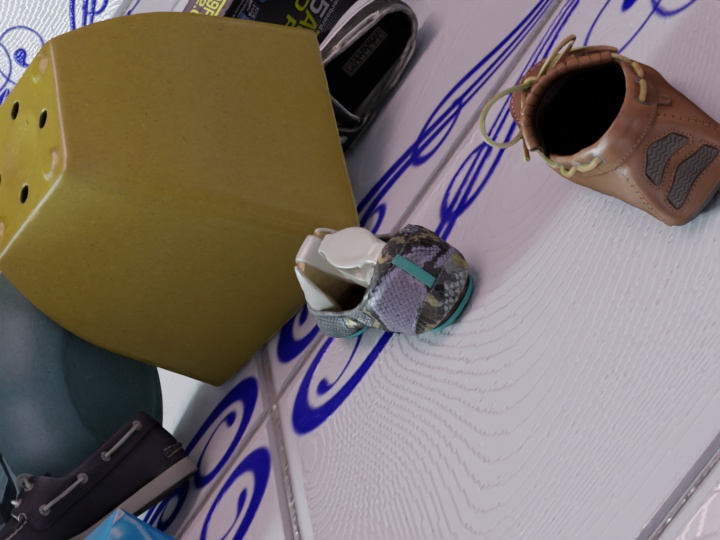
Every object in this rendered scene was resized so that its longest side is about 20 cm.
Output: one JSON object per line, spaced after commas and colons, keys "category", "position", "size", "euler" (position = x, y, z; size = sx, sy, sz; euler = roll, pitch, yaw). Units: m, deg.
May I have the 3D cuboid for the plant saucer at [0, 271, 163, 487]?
{"category": "plant saucer", "position": [-0.192, 0.080, 1.315], "size": [0.039, 0.201, 0.201], "euler": [-17, 37, 28]}

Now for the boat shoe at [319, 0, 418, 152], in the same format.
{"category": "boat shoe", "position": [-0.029, -0.120, 1.370], "size": [0.200, 0.071, 0.064], "euler": [-55, 16, 7]}

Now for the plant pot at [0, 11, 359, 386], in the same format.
{"category": "plant pot", "position": [-0.147, -0.062, 1.275], "size": [0.196, 0.200, 0.194], "euler": [-44, 46, 39]}

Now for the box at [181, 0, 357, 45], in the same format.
{"category": "box", "position": [-0.080, -0.169, 1.462], "size": [0.044, 0.160, 0.200], "euler": [29, 86, 36]}

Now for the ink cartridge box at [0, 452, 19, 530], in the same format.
{"category": "ink cartridge box", "position": [-0.286, 0.128, 1.282], "size": [0.083, 0.200, 0.145], "euler": [-6, 39, 11]}

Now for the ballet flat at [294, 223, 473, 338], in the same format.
{"category": "ballet flat", "position": [0.000, 0.000, 1.079], "size": [0.072, 0.072, 0.200], "euler": [-62, 17, -11]}

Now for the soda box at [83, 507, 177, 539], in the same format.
{"category": "soda box", "position": [-0.186, 0.235, 1.205], "size": [0.200, 0.064, 0.068], "euler": [-44, 22, 42]}

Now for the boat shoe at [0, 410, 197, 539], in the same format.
{"category": "boat shoe", "position": [-0.206, 0.162, 1.235], "size": [0.200, 0.063, 0.073], "euler": [-30, -9, -27]}

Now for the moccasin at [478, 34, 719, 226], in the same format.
{"category": "moccasin", "position": [0.107, -0.073, 0.882], "size": [0.074, 0.078, 0.201], "euler": [-55, 17, 12]}
